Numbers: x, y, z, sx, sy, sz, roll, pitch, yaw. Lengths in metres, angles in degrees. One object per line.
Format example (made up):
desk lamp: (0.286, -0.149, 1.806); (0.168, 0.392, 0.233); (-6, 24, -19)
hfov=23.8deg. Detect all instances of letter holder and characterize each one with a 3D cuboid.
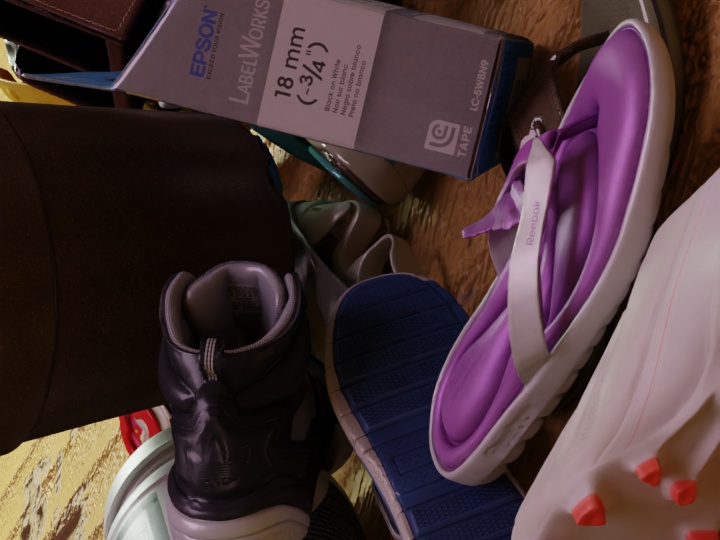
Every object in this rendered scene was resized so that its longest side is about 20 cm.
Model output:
letter holder: (-0.155, -0.211, 0.980); (0.101, 0.141, 0.201); (102, -169, -67)

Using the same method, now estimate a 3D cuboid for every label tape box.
label tape box: (-0.029, -0.096, 0.767); (0.144, 0.198, 0.064); (-32, -44, -78)

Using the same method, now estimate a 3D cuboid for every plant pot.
plant pot: (-0.153, -0.004, 0.887); (0.199, 0.197, 0.203); (14, 107, 52)

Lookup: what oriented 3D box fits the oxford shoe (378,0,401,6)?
oxford shoe: (-0.028, -0.194, 0.999); (0.085, 0.072, 0.201); (61, -170, -47)

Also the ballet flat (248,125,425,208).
ballet flat: (-0.008, -0.083, 0.969); (0.200, 0.069, 0.070); (-144, 66, -64)

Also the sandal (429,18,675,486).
sandal: (0.062, 0.000, 0.648); (0.083, 0.049, 0.204); (-114, 39, -55)

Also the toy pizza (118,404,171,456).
toy pizza: (-0.102, 0.078, 1.031); (0.199, 0.032, 0.202); (26, 126, 42)

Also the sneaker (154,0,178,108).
sneaker: (-0.039, -0.152, 0.890); (0.200, 0.099, 0.076); (130, 143, -49)

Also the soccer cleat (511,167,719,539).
soccer cleat: (0.114, 0.037, 0.603); (0.201, 0.069, 0.078); (-60, 24, 27)

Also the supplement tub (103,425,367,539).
supplement tub: (-0.053, 0.174, 0.849); (0.200, 0.139, 0.142); (-121, 46, -59)

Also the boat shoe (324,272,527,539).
boat shoe: (0.031, 0.088, 0.756); (0.073, 0.071, 0.201); (79, 176, -46)

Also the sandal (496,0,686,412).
sandal: (0.084, -0.037, 0.709); (0.080, 0.057, 0.203); (-137, 59, -67)

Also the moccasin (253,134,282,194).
moccasin: (-0.095, -0.001, 1.075); (0.081, 0.068, 0.202); (-124, 31, -46)

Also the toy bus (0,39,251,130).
toy bus: (-0.113, -0.132, 1.130); (0.135, 0.193, 0.201); (8, 54, 39)

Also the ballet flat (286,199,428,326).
ballet flat: (0.000, 0.000, 0.905); (0.064, 0.067, 0.200); (-60, 33, 18)

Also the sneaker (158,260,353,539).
sneaker: (-0.045, 0.046, 0.798); (0.200, 0.075, 0.115); (-68, -24, -72)
